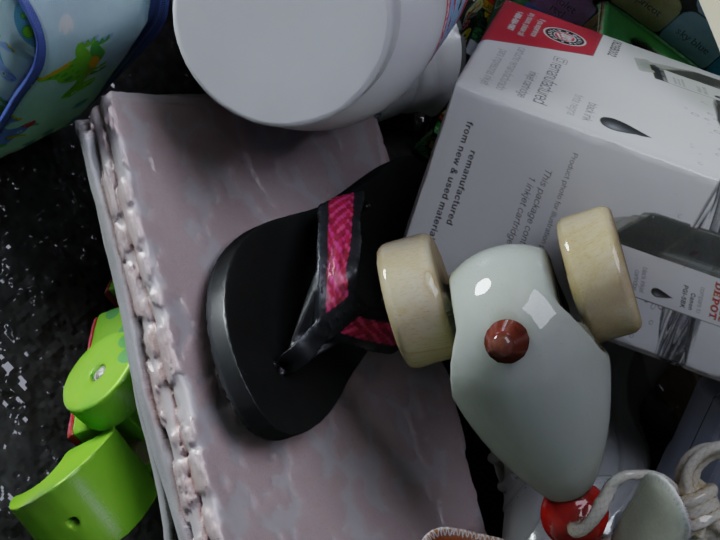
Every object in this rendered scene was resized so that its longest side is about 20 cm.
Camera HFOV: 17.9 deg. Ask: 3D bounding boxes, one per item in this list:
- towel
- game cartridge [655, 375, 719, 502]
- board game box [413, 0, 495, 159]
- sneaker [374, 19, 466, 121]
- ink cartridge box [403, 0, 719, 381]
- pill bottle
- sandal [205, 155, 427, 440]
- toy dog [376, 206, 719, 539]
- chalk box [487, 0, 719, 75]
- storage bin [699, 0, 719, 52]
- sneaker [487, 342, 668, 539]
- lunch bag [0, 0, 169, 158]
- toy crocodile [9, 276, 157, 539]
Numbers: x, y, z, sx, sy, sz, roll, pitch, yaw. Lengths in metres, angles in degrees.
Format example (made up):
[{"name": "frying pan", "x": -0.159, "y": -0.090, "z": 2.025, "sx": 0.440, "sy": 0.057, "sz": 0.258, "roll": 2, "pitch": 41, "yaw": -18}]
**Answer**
[{"name": "towel", "x": -0.028, "y": 0.027, "z": 0.925, "sx": 0.191, "sy": 0.032, "sz": 0.201, "roll": -2, "pitch": 76, "yaw": -55}, {"name": "game cartridge", "x": 0.194, "y": 0.084, "z": 1.017, "sx": 0.199, "sy": 0.134, "sz": 0.042, "roll": -15, "pitch": 49, "yaw": -43}, {"name": "board game box", "x": 0.126, "y": -0.047, "z": 1.123, "sx": 0.199, "sy": 0.023, "sz": 0.105, "roll": 31, "pitch": 48, "yaw": -13}, {"name": "sneaker", "x": -0.027, "y": -0.155, "z": 1.061, "sx": 0.087, "sy": 0.075, "sz": 0.201, "roll": -20, "pitch": 73, "yaw": -29}, {"name": "ink cartridge box", "x": 0.130, "y": -0.027, "z": 0.938, "sx": 0.199, "sy": 0.083, "sz": 0.147, "roll": 20, "pitch": 23, "yaw": 4}, {"name": "pill bottle", "x": -0.015, "y": -0.117, "z": 0.918, "sx": 0.109, "sy": 0.109, "sz": 0.200, "roll": 42, "pitch": 17, "yaw": -4}, {"name": "sandal", "x": 0.000, "y": 0.000, "z": 0.910, "sx": 0.075, "sy": 0.045, "sz": 0.200, "roll": 64, "pitch": 34, "yaw": -11}, {"name": "toy dog", "x": 0.073, "y": 0.071, "z": 0.849, "sx": 0.200, "sy": 0.132, "sz": 0.096, "roll": 54, "pitch": 16, "yaw": -10}, {"name": "chalk box", "x": 0.149, "y": -0.140, "z": 1.085, "sx": 0.125, "sy": 0.124, "sz": 0.200, "roll": 35, "pitch": 44, "yaw": -12}, {"name": "storage bin", "x": 0.224, "y": -0.163, "z": 0.981, "sx": 0.198, "sy": 0.094, "sz": 0.201, "roll": 7, "pitch": 54, "yaw": -35}, {"name": "sneaker", "x": 0.076, "y": 0.062, "z": 1.005, "sx": 0.099, "sy": 0.078, "sz": 0.200, "roll": 28, "pitch": 43, "yaw": -7}, {"name": "lunch bag", "x": -0.167, "y": -0.150, "z": 0.911, "sx": 0.082, "sy": 0.161, "sz": 0.200, "roll": -30, "pitch": 84, "yaw": -31}, {"name": "toy crocodile", "x": -0.085, "y": 0.029, "z": 0.927, "sx": 0.068, "sy": 0.062, "sz": 0.201, "roll": 46, "pitch": 42, "yaw": -33}]
